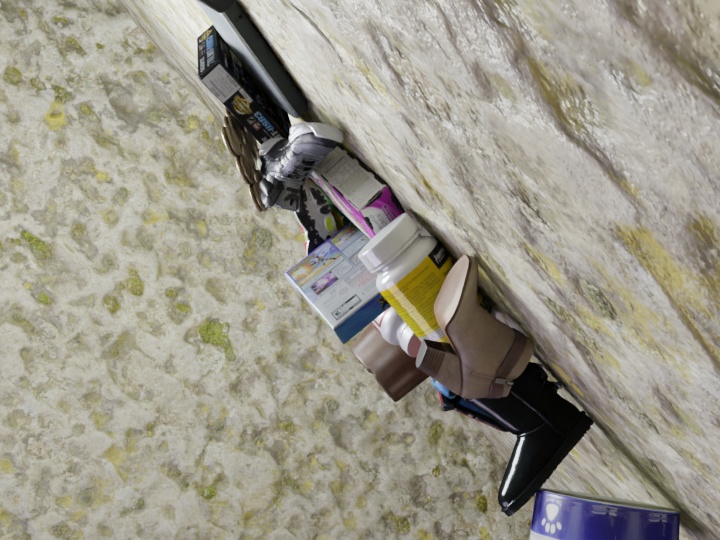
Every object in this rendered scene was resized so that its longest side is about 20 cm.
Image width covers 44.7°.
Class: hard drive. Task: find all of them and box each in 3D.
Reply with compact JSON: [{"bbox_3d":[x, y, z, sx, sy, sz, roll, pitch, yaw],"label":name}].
[{"bbox_3d":[-0.164,-0.332,1.336,0.200,0.033,0.140,52,175,-36],"label":"hard drive"}]

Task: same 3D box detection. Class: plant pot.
[{"bbox_3d":[0.096,0.153,1.812,0.201,0.198,0.200,47,175,5],"label":"plant pot"}]

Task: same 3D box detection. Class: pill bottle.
[{"bbox_3d":[0.064,0.068,1.661,0.200,0.112,0.112,46,175,37],"label":"pill bottle"},{"bbox_3d":[0.094,0.024,1.267,0.200,0.114,0.114,49,176,-8],"label":"pill bottle"}]

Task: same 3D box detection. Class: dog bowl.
[{"bbox_3d":[0.336,0.356,1.211,0.197,0.080,0.200,8,170,1],"label":"dog bowl"}]

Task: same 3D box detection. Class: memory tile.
[{"bbox_3d":[-0.188,-0.194,1.438,0.201,0.017,0.155,-97,-15,-61],"label":"memory tile"}]

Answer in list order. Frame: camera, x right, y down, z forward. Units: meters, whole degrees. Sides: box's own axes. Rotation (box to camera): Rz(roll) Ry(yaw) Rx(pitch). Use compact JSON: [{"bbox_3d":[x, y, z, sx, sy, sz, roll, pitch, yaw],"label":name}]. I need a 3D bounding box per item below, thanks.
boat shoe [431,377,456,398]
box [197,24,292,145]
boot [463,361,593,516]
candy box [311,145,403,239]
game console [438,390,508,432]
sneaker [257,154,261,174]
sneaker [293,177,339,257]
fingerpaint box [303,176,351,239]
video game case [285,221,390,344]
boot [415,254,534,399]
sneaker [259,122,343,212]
[{"bbox_3d":[0.174,0.155,1.468,0.084,0.069,0.200,35,-161,-2],"label":"boat shoe"},{"bbox_3d":[-0.188,-0.292,1.448,0.199,0.049,0.201,48,-167,-32],"label":"box"},{"bbox_3d":[0.217,0.223,1.251,0.162,0.199,0.073,41,173,8],"label":"boot"},{"bbox_3d":[-0.007,-0.121,1.384,0.200,0.061,0.137,46,175,42],"label":"candy box"},{"bbox_3d":[0.219,0.191,1.615,0.200,0.117,0.175,-27,-74,-70],"label":"game console"},{"bbox_3d":[-0.118,-0.189,1.508,0.201,0.084,0.076,-78,-33,-65],"label":"sneaker"},{"bbox_3d":[-0.071,-0.074,1.513,0.085,0.076,0.202,-113,10,-56],"label":"sneaker"},{"bbox_3d":[-0.042,-0.090,1.604,0.200,0.073,0.168,41,153,45],"label":"fingerpaint box"},{"bbox_3d":[0.000,0.000,1.417,0.181,0.199,0.046,44,169,48],"label":"video game case"},{"bbox_3d":[0.167,0.084,1.180,0.144,0.202,0.071,15,-152,-13],"label":"boot"},{"bbox_3d":[-0.091,-0.149,1.313,0.075,0.116,0.199,10,169,-33],"label":"sneaker"}]
